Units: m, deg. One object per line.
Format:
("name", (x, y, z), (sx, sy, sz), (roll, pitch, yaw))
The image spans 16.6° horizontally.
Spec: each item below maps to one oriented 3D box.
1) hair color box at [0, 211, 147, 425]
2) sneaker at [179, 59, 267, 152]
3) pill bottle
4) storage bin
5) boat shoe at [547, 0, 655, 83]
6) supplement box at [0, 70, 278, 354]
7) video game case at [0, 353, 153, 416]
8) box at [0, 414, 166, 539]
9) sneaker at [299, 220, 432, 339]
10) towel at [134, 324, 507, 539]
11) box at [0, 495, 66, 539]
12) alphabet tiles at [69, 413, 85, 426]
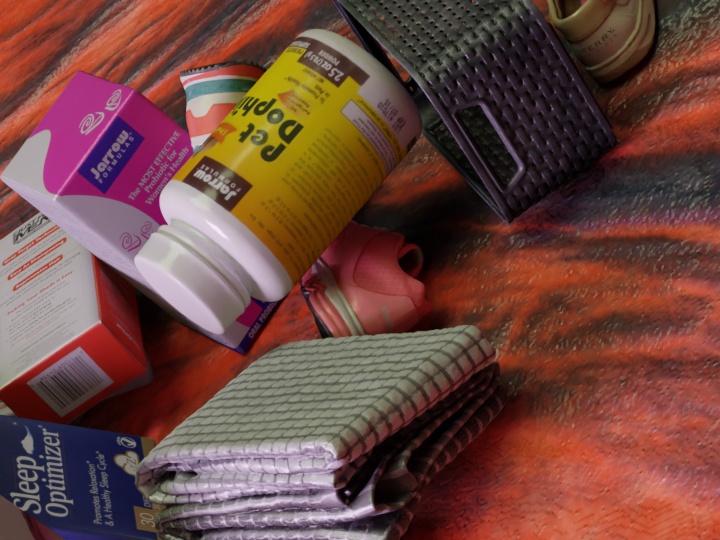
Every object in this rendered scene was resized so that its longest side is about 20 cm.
("hair color box", (-0.223, 0.028, 1.850), (0.101, 0.061, 0.200), (-33, 32, 11))
("sneaker", (-0.061, -0.085, 1.766), (0.070, 0.200, 0.094), (-10, 75, 29))
("pill bottle", (-0.058, -0.057, 1.639), (0.200, 0.109, 0.109), (-50, 30, -14))
("storage bin", (0.074, -0.137, 1.655), (0.094, 0.135, 0.200), (-36, 31, -1))
("boat shoe", (0.161, -0.218, 1.710), (0.074, 0.069, 0.200), (-34, 35, 25))
("supplement box", (-0.145, -0.042, 1.786), (0.101, 0.200, 0.103), (-55, 31, -8))
("video game case", (-0.266, 0.060, 1.927), (0.181, 0.024, 0.200), (-20, 33, -6))
("box", (-0.234, 0.149, 1.708), (0.121, 0.199, 0.032), (-108, 32, -54))
("sneaker", (0.000, 0.000, 1.704), (0.087, 0.074, 0.200), (-22, 30, -1))
("towel", (-0.020, 0.108, 1.535), (0.200, 0.086, 0.166), (-8, 21, 43))
("box", (-0.210, 0.247, 1.558), (0.128, 0.200, 0.109), (-43, 32, 10))
("alphabet tiles", (-0.289, 0.172, 1.929), (0.200, 0.008, 0.168), (3, 59, 54))
